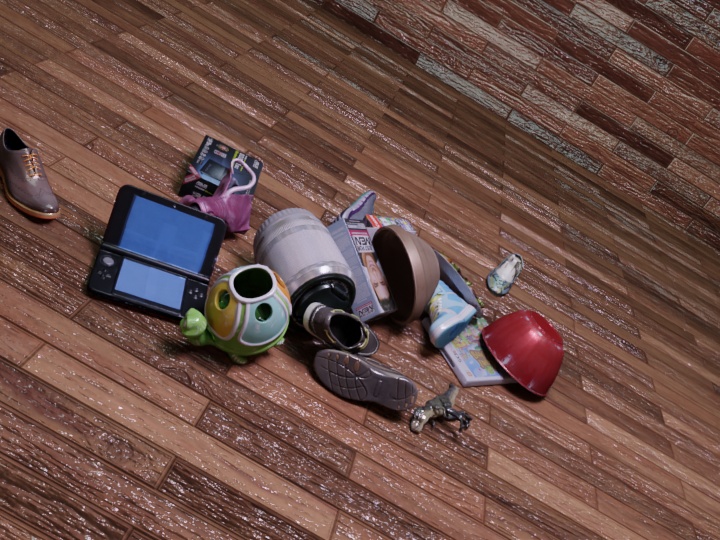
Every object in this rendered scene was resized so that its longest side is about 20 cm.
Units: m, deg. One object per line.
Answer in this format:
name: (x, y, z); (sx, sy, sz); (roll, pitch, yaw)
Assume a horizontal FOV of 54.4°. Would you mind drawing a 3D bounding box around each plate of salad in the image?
plate of salad: (0.221, 0.023, 1.604); (0.202, 0.048, 0.200); (52, -7, 9)

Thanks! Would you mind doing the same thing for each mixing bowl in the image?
mixing bowl: (0.375, 0.162, 1.543); (0.198, 0.109, 0.201); (36, 20, -15)

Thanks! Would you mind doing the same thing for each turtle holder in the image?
turtle holder: (-0.201, 0.058, 1.153); (0.180, 0.133, 0.144); (4, 54, -13)

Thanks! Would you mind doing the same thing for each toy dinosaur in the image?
toy dinosaur: (0.166, 0.262, 1.311); (0.087, 0.048, 0.198); (35, 26, 20)

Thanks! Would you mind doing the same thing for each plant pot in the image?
plant pot: (0.102, 0.001, 1.456); (0.090, 0.204, 0.203); (-13, 48, -24)

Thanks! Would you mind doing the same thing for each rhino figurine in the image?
rhino figurine: (0.116, -0.010, 1.616); (0.059, 0.089, 0.201); (30, 27, -3)

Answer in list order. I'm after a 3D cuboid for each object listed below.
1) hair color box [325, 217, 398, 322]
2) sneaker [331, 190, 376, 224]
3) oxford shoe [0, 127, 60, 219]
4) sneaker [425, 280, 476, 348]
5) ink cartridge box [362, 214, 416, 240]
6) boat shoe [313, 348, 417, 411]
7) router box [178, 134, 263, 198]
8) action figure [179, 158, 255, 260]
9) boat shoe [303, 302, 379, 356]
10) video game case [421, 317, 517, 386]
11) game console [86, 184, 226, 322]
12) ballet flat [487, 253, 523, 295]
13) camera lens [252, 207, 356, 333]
hair color box: (0.000, 0.000, 1.421); (0.098, 0.060, 0.205); (-4, 71, -65)
sneaker: (0.002, -0.124, 1.718); (0.088, 0.074, 0.200); (48, 38, -3)
oxford shoe: (-0.582, -0.168, 1.216); (0.200, 0.074, 0.071); (44, 32, 20)
sneaker: (0.160, 0.086, 1.489); (0.130, 0.080, 0.199); (42, 22, 15)
ink cartridge box: (0.023, -0.068, 1.594); (0.196, 0.110, 0.051); (3, 39, -40)
boat shoe: (0.006, 0.193, 1.252); (0.196, 0.076, 0.073); (24, 5, -4)
router box: (-0.302, -0.205, 1.541); (0.147, 0.063, 0.202); (25, 31, -14)
action figure: (-0.277, -0.115, 1.353); (0.133, 0.150, 0.199); (40, 24, 10)
boat shoe: (-0.021, 0.117, 1.268); (0.060, 0.074, 0.200); (13, -12, 41)
video game case: (0.250, 0.174, 1.537); (0.196, 0.022, 0.184); (5, 40, -39)
game console: (-0.339, -0.025, 1.187); (0.195, 0.120, 0.174); (19, 32, -19)
ballet flat: (0.392, 0.002, 1.876); (0.073, 0.075, 0.200); (35, 30, 8)
camera lens: (-0.106, 0.002, 1.319); (0.157, 0.162, 0.202); (6, 38, -37)
